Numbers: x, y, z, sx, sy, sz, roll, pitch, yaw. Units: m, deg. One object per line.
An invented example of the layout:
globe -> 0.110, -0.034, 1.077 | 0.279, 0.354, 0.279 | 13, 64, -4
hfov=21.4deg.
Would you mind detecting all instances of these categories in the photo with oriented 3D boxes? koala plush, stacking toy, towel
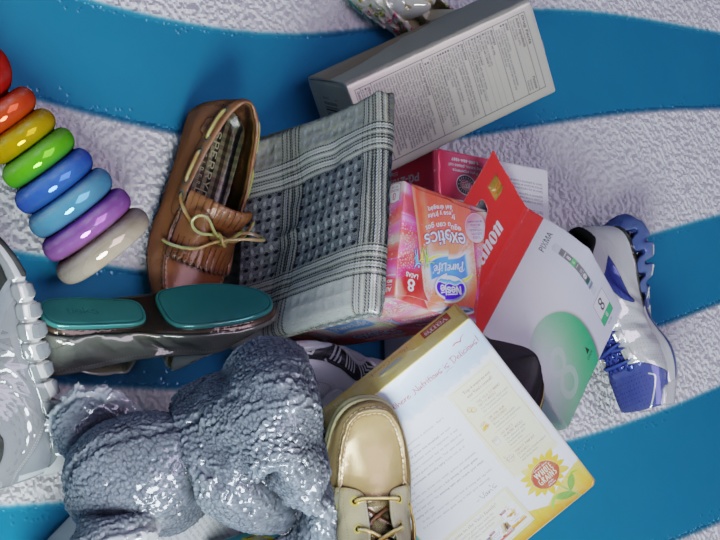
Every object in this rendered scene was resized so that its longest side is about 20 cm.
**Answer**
koala plush -> -0.127, 0.141, 1.386 | 0.200, 0.184, 0.178 | -8, 52, -7
stacking toy -> -0.254, -0.089, 1.470 | 0.200, 0.085, 0.085 | 53, 54, -11
towel -> -0.049, -0.038, 1.544 | 0.035, 0.200, 0.193 | 17, 68, -38

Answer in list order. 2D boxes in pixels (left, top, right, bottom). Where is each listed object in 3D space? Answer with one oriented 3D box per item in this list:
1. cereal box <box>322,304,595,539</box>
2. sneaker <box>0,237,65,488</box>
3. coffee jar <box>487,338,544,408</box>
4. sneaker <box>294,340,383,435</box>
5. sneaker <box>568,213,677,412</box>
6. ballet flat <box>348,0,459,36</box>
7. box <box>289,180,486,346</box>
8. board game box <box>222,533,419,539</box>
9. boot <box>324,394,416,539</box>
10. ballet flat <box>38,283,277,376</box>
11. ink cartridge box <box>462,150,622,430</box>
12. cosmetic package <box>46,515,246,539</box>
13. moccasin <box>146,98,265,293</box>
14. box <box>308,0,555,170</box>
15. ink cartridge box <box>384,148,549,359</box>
cereal box -> 0.079, 0.143, 1.522 | 0.144, 0.040, 0.200 | -38, 116, -1
sneaker -> -0.290, 0.073, 1.407 | 0.115, 0.075, 0.200 | -23, 98, -37
coffee jar -> 0.105, 0.146, 1.637 | 0.200, 0.104, 0.085 | 85, 20, -44
sneaker -> -0.018, 0.130, 1.616 | 0.200, 0.075, 0.115 | 19, 68, -39
sneaker -> 0.231, 0.043, 1.845 | 0.115, 0.081, 0.200 | 0, 75, -36
ballet flat -> 0.065, -0.238, 1.763 | 0.200, 0.064, 0.076 | 34, 61, -29
box -> 0.000, 0.000, 1.575 | 0.095, 0.200, 0.103 | 17, 72, -38
board game box -> -0.029, 0.271, 1.527 | 0.200, 0.047, 0.151 | -12, 102, -43
boot -> 0.017, 0.206, 1.416 | 0.073, 0.155, 0.200 | 0, 103, -12
ballet flat -> -0.166, 0.050, 1.496 | 0.200, 0.067, 0.064 | -3, 125, -20
ink cartridge box -> 0.149, 0.016, 1.671 | 0.200, 0.050, 0.161 | 59, 43, -29
cosmetic package -> -0.162, 0.207, 1.486 | 0.200, 0.071, 0.102 | -46, 112, -36
moccasin -> -0.122, -0.045, 1.561 | 0.074, 0.078, 0.202 | 28, 69, -31
box -> 0.065, -0.166, 1.695 | 0.200, 0.078, 0.095 | -26, 110, -22
ink cartridge box -> 0.097, 0.002, 1.730 | 0.145, 0.084, 0.200 | 8, 77, -39
